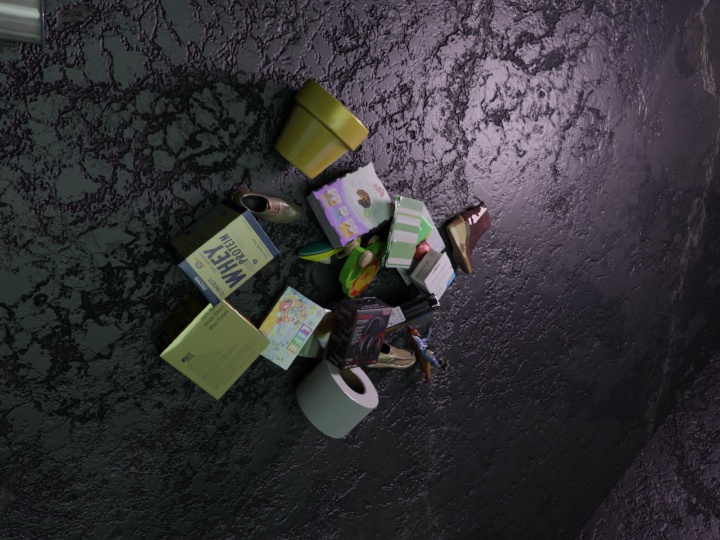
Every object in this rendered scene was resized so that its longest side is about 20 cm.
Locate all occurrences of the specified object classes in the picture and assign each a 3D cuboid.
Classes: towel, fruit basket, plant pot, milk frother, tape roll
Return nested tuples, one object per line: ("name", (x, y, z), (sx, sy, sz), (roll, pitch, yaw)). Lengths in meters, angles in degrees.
("towel", (0.121, -0.105, 1.559), (0.152, 0.023, 0.201), (3, 98, -56))
("fruit basket", (0.165, -0.079, 1.699), (0.185, 0.094, 0.200), (-45, 137, -12))
("plant pot", (-0.113, -0.345, 1.393), (0.201, 0.201, 0.189), (37, 98, -33))
("milk frother", (-0.682, -0.519, 0.995), (0.187, 0.200, 0.182), (-3, 101, -30))
("tape roll", (-0.067, 0.357, 1.578), (0.202, 0.203, 0.139), (36, 106, -33))
("towel", (-0.093, 0.196, 1.637), (0.199, 0.023, 0.153), (19, 93, -32))

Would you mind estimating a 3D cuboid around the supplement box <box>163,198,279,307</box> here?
("supplement box", (-0.339, -0.049, 1.325), (0.200, 0.200, 0.134), (-41, 119, -13))

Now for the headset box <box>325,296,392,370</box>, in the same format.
("headset box", (-0.001, 0.165, 1.537), (0.148, 0.075, 0.201), (0, 111, -46))

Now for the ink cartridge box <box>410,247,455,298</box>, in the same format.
("ink cartridge box", (0.222, 0.010, 1.701), (0.115, 0.068, 0.200), (-54, 153, -8))

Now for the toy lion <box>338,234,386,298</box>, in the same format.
("toy lion", (0.000, 0.000, 1.565), (0.200, 0.069, 0.192), (-19, 142, -59))

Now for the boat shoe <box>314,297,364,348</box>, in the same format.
("boat shoe", (-0.047, 0.152, 1.595), (0.200, 0.071, 0.070), (-34, 128, -28))

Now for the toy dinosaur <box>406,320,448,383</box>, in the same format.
("toy dinosaur", (0.206, 0.268, 1.809), (0.181, 0.105, 0.200), (33, 99, -13))

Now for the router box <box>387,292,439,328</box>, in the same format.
("router box", (0.126, 0.140, 1.686), (0.199, 0.149, 0.051), (-19, 78, -24))

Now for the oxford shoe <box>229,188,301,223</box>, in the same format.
("oxford shoe", (-0.237, -0.159, 1.430), (0.199, 0.075, 0.071), (9, 98, -32))

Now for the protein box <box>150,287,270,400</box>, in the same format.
("protein box", (-0.381, 0.176, 1.401), (0.199, 0.135, 0.200), (-48, 122, -10))

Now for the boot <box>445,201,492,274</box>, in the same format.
("boot", (0.376, -0.106, 1.809), (0.166, 0.072, 0.201), (-31, 113, -18))

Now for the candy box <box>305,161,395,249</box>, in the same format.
("candy box", (-0.022, -0.179, 1.520), (0.200, 0.071, 0.168), (-31, 96, -23))

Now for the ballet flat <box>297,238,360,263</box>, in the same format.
("ballet flat", (-0.082, -0.058, 1.559), (0.199, 0.067, 0.067), (-26, 125, -24))

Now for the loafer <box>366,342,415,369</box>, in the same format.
("loafer", (0.094, 0.269, 1.744), (0.199, 0.076, 0.068), (1, 109, -31))

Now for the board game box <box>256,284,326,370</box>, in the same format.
("board game box", (-0.206, 0.158, 1.536), (0.134, 0.034, 0.200), (35, 87, -19))
